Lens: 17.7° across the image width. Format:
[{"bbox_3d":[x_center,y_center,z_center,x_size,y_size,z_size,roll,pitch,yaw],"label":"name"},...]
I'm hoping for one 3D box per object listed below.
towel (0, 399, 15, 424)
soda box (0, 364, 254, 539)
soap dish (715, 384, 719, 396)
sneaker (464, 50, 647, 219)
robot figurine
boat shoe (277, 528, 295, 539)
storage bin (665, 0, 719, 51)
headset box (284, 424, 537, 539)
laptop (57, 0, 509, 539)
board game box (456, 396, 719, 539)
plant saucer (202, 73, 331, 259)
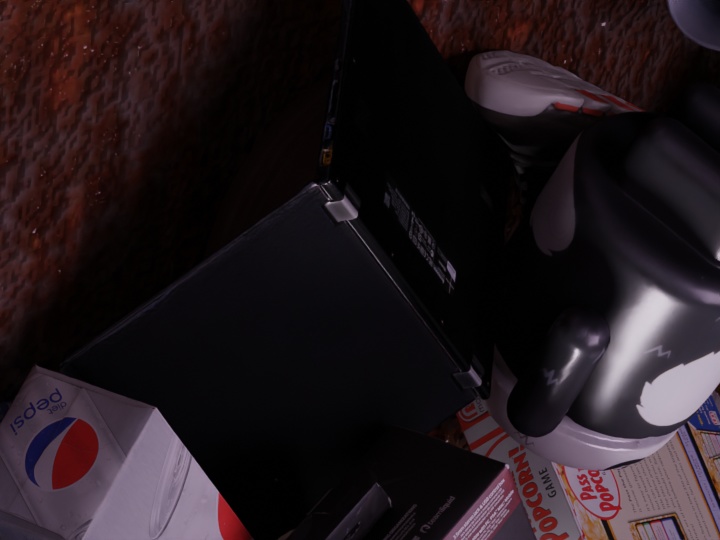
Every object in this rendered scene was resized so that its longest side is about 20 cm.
[{"bbox_3d":[-0.189,0.126,0.928,0.199,0.024,0.146,-10,115,-52],"label":"towel"},{"bbox_3d":[-0.093,0.121,0.983,0.069,0.063,0.200,-62,151,-22],"label":"soda box"},{"bbox_3d":[0.236,-0.027,1.291,0.158,0.081,0.200,-55,164,-15],"label":"soap dish"},{"bbox_3d":[0.110,-0.051,1.166,0.199,0.077,0.082,17,102,-54],"label":"sneaker"},{"bbox_3d":[0.131,0.008,1.101,0.149,0.125,0.200,4,137,-28],"label":"robot figurine"},{"bbox_3d":[-0.060,0.208,1.101,0.200,0.072,0.069,-55,165,-26],"label":"boat shoe"},{"bbox_3d":[0.233,-0.212,1.200,0.134,0.144,0.202,-39,144,-74],"label":"storage bin"},{"bbox_3d":[0.019,0.180,1.027,0.149,0.075,0.201,-45,130,-30],"label":"headset box"},{"bbox_3d":[-0.024,-0.006,1.025,0.187,0.115,0.201,53,38,-51],"label":"laptop"},{"bbox_3d":[0.144,0.119,1.246,0.046,0.152,0.199,-33,159,31],"label":"board game box"},{"bbox_3d":[0.000,0.000,1.090,0.199,0.029,0.201,-28,128,-41],"label":"plant saucer"}]
